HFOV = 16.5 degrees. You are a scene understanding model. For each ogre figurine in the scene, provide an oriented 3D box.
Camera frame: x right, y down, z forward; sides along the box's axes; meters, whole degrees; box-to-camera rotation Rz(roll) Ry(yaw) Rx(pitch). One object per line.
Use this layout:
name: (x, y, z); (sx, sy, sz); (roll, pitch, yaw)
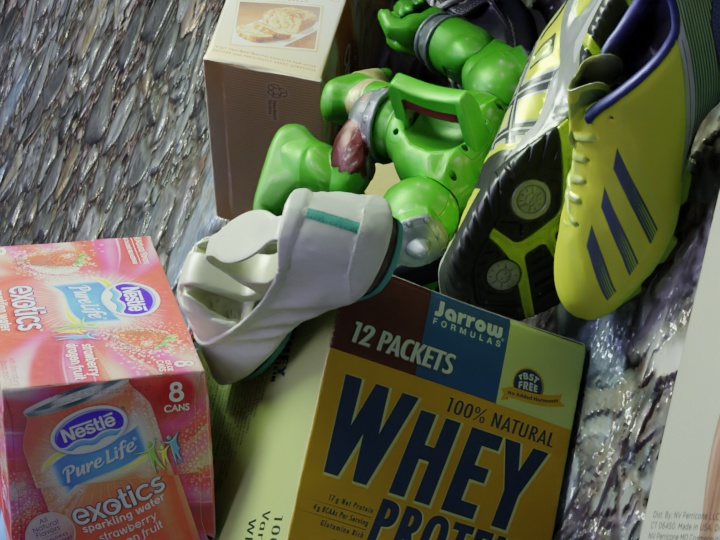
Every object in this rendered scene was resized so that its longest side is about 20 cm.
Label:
ogre figurine: (0.021, -0.062, 1.272); (0.120, 0.200, 0.099); (9, 124, 39)

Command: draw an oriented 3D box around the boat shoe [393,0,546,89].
boat shoe: (0.056, -0.138, 1.398); (0.072, 0.067, 0.200); (-60, 24, 24)

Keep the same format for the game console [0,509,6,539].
game console: (-0.184, 0.130, 1.440); (0.170, 0.118, 0.201); (-9, 59, 33)

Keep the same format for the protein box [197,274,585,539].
protein box: (-0.007, 0.126, 1.232); (0.200, 0.134, 0.200); (-28, 46, 63)

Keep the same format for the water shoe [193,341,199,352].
water shoe: (-0.088, 0.110, 1.365); (0.071, 0.079, 0.200); (-13, 36, 49)

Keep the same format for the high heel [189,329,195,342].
high heel: (-0.068, 0.019, 1.494); (0.200, 0.067, 0.096); (-49, -29, -51)

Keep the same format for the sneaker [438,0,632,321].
sneaker: (0.102, -0.063, 1.215); (0.201, 0.075, 0.076); (-58, 21, 6)

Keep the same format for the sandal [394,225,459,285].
sandal: (0.000, 0.000, 1.336); (0.199, 0.043, 0.076); (-15, 48, 18)

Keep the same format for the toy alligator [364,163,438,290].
toy alligator: (0.022, 0.003, 1.390); (0.054, 0.059, 0.201); (18, 90, 29)

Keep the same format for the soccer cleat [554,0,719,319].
soccer cleat: (0.118, -0.064, 1.120); (0.065, 0.083, 0.201); (63, 141, 44)

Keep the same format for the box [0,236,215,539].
box: (-0.138, 0.060, 1.256); (0.200, 0.102, 0.095); (-120, 28, -67)

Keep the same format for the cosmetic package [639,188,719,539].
cosmetic package: (0.175, 0.042, 0.883); (0.087, 0.103, 0.201); (-10, 65, 65)

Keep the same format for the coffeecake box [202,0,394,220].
coffeecake box: (-0.030, -0.148, 1.490); (0.154, 0.073, 0.201); (89, -165, -56)

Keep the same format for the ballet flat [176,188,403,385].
ballet flat: (-0.048, 0.001, 1.159); (0.200, 0.069, 0.070); (-32, 43, 61)
